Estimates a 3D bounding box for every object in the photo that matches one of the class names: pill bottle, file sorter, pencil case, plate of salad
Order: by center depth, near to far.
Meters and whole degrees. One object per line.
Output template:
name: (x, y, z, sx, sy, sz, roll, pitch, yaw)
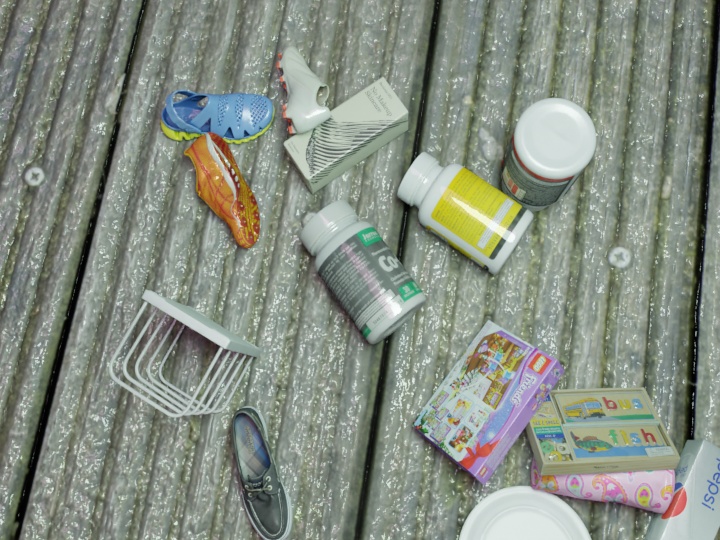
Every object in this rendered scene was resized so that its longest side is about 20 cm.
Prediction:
plate of salad: (0.235, 0.415, 1.030, 0.195, 0.048, 0.205, -2, 67, 4)
pencil case: (0.342, 0.288, 1.035, 0.195, 0.088, 0.090, 9, 77, 7)
file sorter: (-0.249, 0.128, 1.042, 0.137, 0.200, 0.126, 29, 84, 9)
pill bottle: (0.271, -0.162, 1.080, 0.113, 0.200, 0.119, 0, 77, 2)
pill bottle: (0.000, 0.000, 1.101, 0.112, 0.113, 0.201, -37, 79, -6)
pill bottle: (0.158, -0.094, 1.116, 0.198, 0.111, 0.112, 35, 81, 9)

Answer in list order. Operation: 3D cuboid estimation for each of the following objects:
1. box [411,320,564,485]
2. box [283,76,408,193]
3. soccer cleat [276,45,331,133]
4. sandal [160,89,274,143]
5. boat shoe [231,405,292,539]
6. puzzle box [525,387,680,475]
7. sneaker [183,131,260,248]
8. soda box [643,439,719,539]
box: (0.184, 0.187, 1.053, 0.201, 0.039, 0.136, -51, 44, -8)
box: (-0.022, -0.219, 1.174, 0.198, 0.068, 0.083, -36, 77, -5)
soccer cleat: (-0.089, -0.297, 1.172, 0.076, 0.070, 0.203, -15, 51, 6)
sandal: (-0.239, -0.258, 1.186, 0.195, 0.087, 0.081, -6, 75, 0)
boat shoe: (-0.150, 0.299, 1.064, 0.068, 0.066, 0.205, -13, 77, 0)
puzzle box: (0.334, 0.225, 1.029, 0.195, 0.026, 0.134, -2, 38, -5)
sneaker: (-0.222, -0.123, 1.173, 0.076, 0.073, 0.203, -30, 76, 21)
soda box: (0.466, 0.346, 1.026, 0.067, 0.064, 0.203, 28, 80, 9)
